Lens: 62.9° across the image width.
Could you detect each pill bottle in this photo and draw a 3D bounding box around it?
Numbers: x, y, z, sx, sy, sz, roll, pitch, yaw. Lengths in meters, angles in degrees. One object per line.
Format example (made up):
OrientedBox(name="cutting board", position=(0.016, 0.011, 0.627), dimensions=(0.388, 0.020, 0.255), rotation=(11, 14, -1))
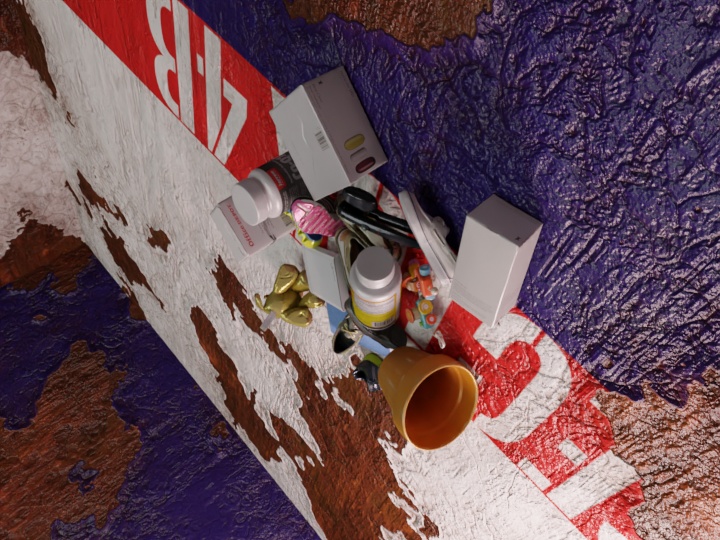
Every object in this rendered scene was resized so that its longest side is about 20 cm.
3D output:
OrientedBox(name="pill bottle", position=(0.032, 0.036, 1.224), dimensions=(0.109, 0.109, 0.201), rotation=(41, 159, 22))
OrientedBox(name="pill bottle", position=(-0.181, -0.190, 1.314), dimensions=(0.113, 0.199, 0.116), rotation=(33, 142, 30))

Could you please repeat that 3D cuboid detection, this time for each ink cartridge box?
OrientedBox(name="ink cartridge box", position=(-0.250, -0.134, 1.460), dimensions=(0.147, 0.199, 0.084), rotation=(58, 148, -4))

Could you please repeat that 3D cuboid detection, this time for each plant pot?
OrientedBox(name="plant pot", position=(0.133, 0.264, 1.324), dimensions=(0.183, 0.197, 0.204), rotation=(33, 145, 57))

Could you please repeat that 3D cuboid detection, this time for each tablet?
OrientedBox(name="tablet", position=(-0.004, 0.147, 1.516), dimensions=(0.196, 0.014, 0.132), rotation=(21, 137, 28))

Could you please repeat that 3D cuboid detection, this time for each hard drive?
OrientedBox(name="hard drive", position=(-0.088, 0.012, 1.451), dimensions=(0.199, 0.026, 0.135), rotation=(22, 125, 60))

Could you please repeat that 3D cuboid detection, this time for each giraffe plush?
OrientedBox(name="giraffe plush", position=(-0.200, 0.083, 1.654), dimensions=(0.174, 0.199, 0.162), rotation=(53, 177, -3))

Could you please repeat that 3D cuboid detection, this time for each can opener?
OrientedBox(name="can opener", position=(0.043, -0.095, 1.178), dimensions=(0.197, 0.064, 0.079), rotation=(30, 168, 7))

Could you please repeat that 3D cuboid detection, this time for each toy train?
OrientedBox(name="toy train", position=(0.121, 0.063, 1.207), dimensions=(0.151, 0.054, 0.204), rotation=(-112, 7, -57))

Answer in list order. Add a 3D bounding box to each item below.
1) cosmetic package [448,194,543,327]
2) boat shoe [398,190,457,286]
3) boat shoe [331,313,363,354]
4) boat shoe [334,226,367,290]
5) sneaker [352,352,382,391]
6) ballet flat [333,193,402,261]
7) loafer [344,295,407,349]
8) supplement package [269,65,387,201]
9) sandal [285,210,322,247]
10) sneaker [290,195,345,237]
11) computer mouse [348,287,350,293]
OrientedBox(name="cosmetic package", position=(0.229, -0.013, 1.022), dimensions=(0.107, 0.084, 0.203), rotation=(37, 143, 27))
OrientedBox(name="boat shoe", position=(0.138, -0.069, 1.113), dimensions=(0.203, 0.065, 0.072), rotation=(61, -176, -11))
OrientedBox(name="boat shoe", position=(-0.021, 0.148, 1.470), dimensions=(0.072, 0.060, 0.203), rotation=(38, 142, 5))
OrientedBox(name="boat shoe", position=(0.000, 0.000, 1.336), dimensions=(0.203, 0.074, 0.068), rotation=(64, 169, -24))
OrientedBox(name="sneaker", position=(0.060, 0.289, 1.528), dimensions=(0.198, 0.080, 0.075), rotation=(19, 134, 45))
OrientedBox(name="ballet flat", position=(0.012, -0.096, 1.253), dimensions=(0.200, 0.068, 0.075), rotation=(48, -172, 11))
OrientedBox(name="loafer", position=(0.026, 0.132, 1.376), dimensions=(0.062, 0.073, 0.199), rotation=(-21, 131, 42))
OrientedBox(name="supplement package", position=(-0.065, -0.267, 1.170), dimensions=(0.154, 0.110, 0.203), rotation=(-10, 111, 57))
OrientedBox(name="sandal", position=(-0.146, -0.156, 1.425), dimensions=(0.201, 0.079, 0.087), rotation=(50, 145, -5))
OrientedBox(name="sneaker", position=(-0.101, -0.134, 1.303), dimensions=(0.074, 0.199, 0.088), rotation=(-42, 66, 18))
OrientedBox(name="computer mouse", position=(-0.046, 0.024, 1.462), dimensions=(0.141, 0.052, 0.199), rotation=(60, 149, -4))
